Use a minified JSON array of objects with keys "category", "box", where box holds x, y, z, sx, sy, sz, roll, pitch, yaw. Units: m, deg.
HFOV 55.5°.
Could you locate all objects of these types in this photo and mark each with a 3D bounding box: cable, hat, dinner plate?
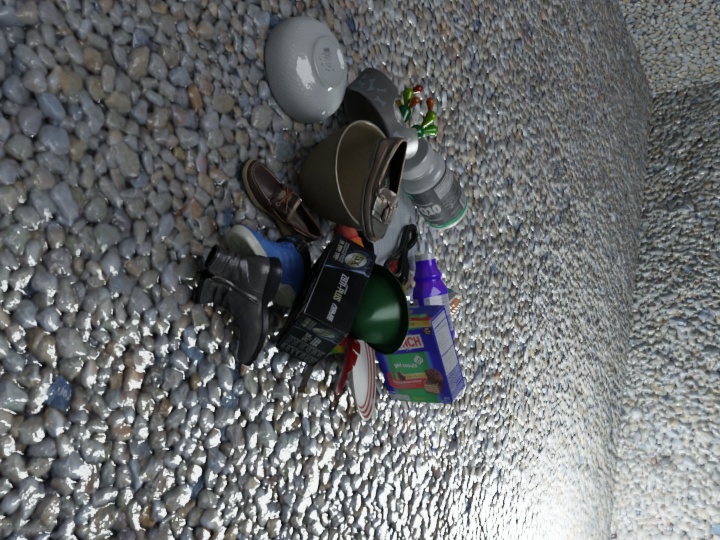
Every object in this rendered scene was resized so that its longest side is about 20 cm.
[{"category":"cable","box":[0.081,-0.029,1.507,0.097,0.050,0.204,42,44,-37]},{"category":"hat","box":[-0.021,0.088,1.238,0.173,0.199,0.170,-8,118,-36]},{"category":"dinner plate","box":[0.001,0.204,1.406,0.200,0.024,0.206,-3,90,-77]}]

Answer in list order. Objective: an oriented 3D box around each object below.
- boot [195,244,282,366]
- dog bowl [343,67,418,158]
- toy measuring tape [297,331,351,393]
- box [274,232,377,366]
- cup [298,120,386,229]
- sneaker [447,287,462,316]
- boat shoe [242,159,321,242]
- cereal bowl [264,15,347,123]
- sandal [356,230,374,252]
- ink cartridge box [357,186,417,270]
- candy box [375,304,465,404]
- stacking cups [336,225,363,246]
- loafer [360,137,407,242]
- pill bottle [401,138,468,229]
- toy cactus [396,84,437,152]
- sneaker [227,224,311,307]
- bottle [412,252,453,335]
[{"category":"boot","box":[-0.215,0.058,1.136,0.129,0.070,0.205,8,106,-25]},{"category":"dog bowl","box":[0.036,-0.307,1.403,0.058,0.199,0.203,-32,117,-15]},{"category":"toy measuring tape","box":[-0.062,0.160,1.331,0.074,0.072,0.203,48,52,-39]},{"category":"box","box":[-0.063,0.057,1.220,0.085,0.200,0.166,27,60,-9]},{"category":"cup","box":[-0.037,-0.176,1.325,0.198,0.141,0.206,4,85,-52]},{"category":"sneaker","box":[0.152,0.111,1.627,0.199,0.079,0.073,-38,134,-26]},{"category":"boat shoe","box":[-0.137,-0.124,1.247,0.201,0.071,0.073,56,47,-34]},{"category":"cereal bowl","box":[-0.089,-0.392,1.322,0.198,0.082,0.206,3,86,-52]},{"category":"sandal","box":[0.011,0.019,1.423,0.043,0.074,0.205,-4,76,-78]},{"category":"ink cartridge box","box":[0.060,-0.096,1.533,0.198,0.042,0.202,0,88,-56]},{"category":"candy box","box":[0.121,0.183,1.490,0.077,0.166,0.204,-37,116,-49]},{"category":"stacking cups","box":[0.000,0.000,1.382,0.060,0.060,0.203,-3,62,-52]},{"category":"loafer","box":[0.046,-0.154,1.266,0.071,0.062,0.205,24,69,-48]},{"category":"pill bottle","box":[0.157,-0.195,1.550,0.200,0.111,0.115,48,52,-41]},{"category":"toy cactus","box":[0.108,-0.323,1.591,0.162,0.101,0.205,-16,104,-33]},{"category":"sneaker","box":[-0.153,-0.037,1.213,0.113,0.075,0.201,-61,137,-27]},{"category":"bottle","box":[0.158,0.064,1.541,0.082,0.065,0.206,-9,90,-29]}]
